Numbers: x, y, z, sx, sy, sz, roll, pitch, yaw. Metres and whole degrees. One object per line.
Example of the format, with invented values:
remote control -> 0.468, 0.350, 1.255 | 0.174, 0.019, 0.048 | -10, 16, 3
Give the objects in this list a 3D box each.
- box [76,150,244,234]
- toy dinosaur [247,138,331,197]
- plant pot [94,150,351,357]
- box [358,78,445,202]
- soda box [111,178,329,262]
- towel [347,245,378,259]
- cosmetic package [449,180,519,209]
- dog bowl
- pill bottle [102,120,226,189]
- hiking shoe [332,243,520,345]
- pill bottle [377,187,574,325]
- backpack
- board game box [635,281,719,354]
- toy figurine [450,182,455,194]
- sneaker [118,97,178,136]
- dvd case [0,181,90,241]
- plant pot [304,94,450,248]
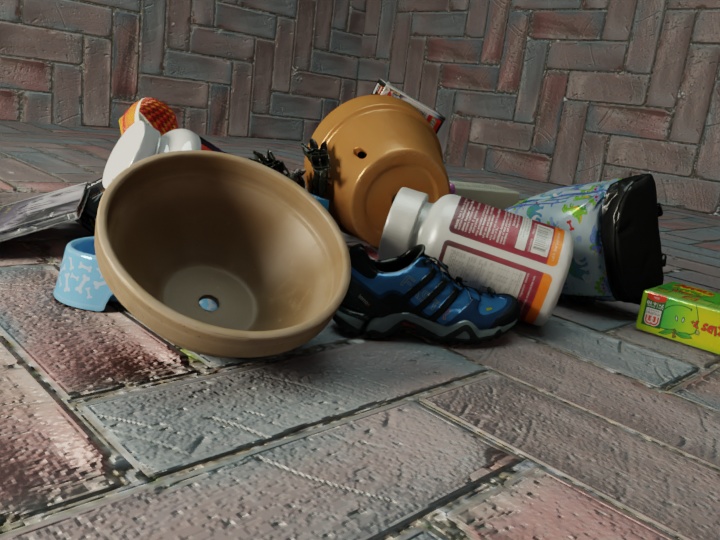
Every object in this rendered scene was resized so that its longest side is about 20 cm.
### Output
box -> -0.279, -0.109, 0.907 | 0.199, 0.050, 0.198 | -33, 36, -26
toy dinosaur -> -0.079, -0.089, 0.861 | 0.199, 0.137, 0.102 | 29, 45, 27
plant pot -> -0.114, 0.002, 0.544 | 0.199, 0.093, 0.202 | 16, 42, -15
box -> 0.027, -0.162, 0.971 | 0.109, 0.201, 0.035 | 21, 20, -26
soda box -> -0.134, -0.045, 0.640 | 0.198, 0.069, 0.064 | 0, 15, -28
towel -> 0.000, 0.000, 0.832 | 0.198, 0.030, 0.146 | -1, 16, -22
cosmetic package -> 0.201, -0.128, 1.317 | 0.198, 0.088, 0.103 | 3, 16, -22
dog bowl -> -0.196, 0.005, 0.653 | 0.197, 0.050, 0.112 | 8, 14, -3
pill bottle -> -0.169, -0.076, 0.721 | 0.199, 0.113, 0.112 | 30, -3, -38
hiking shoe -> 0.071, 0.021, 0.650 | 0.197, 0.088, 0.074 | 3, 14, -17
pill bottle -> 0.127, -0.020, 0.744 | 0.198, 0.111, 0.110 | 19, 16, 10
backpack -> 0.270, -0.038, 0.867 | 0.152, 0.165, 0.199 | -16, 16, -24
board game box -> 0.427, 0.066, 0.740 | 0.199, 0.048, 0.101 | 20, 18, 40
toy figurine -> 0.094, -0.115, 1.057 | 0.183, 0.202, 0.149 | 30, 38, 30
sneaker -> -0.240, -0.099, 0.787 | 0.072, 0.203, 0.077 | -1, -12, -44
dvd case -> -0.405, -0.066, 0.796 | 0.147, 0.016, 0.200 | -19, 20, -13
plant pot -> 0.034, -0.120, 0.893 | 0.198, 0.202, 0.140 | 2, 26, -19
